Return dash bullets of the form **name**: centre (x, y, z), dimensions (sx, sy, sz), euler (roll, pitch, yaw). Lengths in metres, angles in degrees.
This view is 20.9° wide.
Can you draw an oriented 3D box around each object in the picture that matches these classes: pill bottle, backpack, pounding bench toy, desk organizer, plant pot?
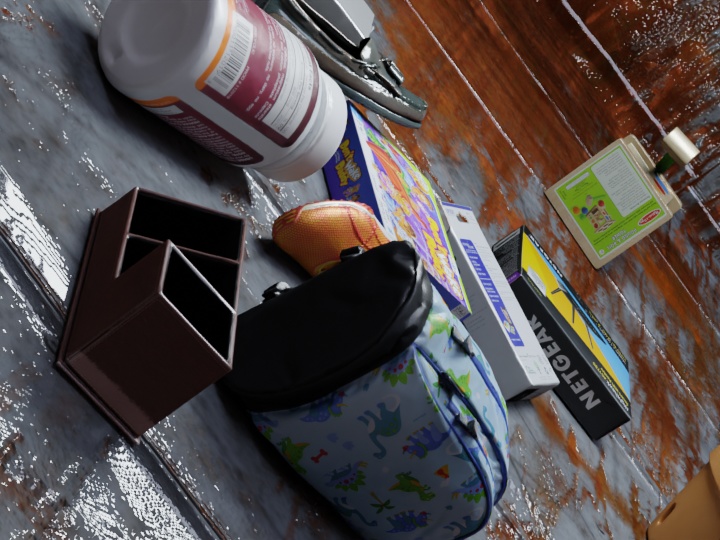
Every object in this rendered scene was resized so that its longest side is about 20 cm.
- **pill bottle**: centre (-0.100, -0.149, 1.506), dimensions (0.200, 0.114, 0.115), euler (33, 27, -53)
- **backpack**: centre (0.020, 0.099, 1.328), dimensions (0.200, 0.162, 0.155), euler (46, 26, -49)
- **pounding bench toy**: centre (0.372, -0.117, 2.616), dimensions (0.125, 0.199, 0.156), euler (55, 17, 3)
- **desk organizer**: centre (-0.123, 0.011, 1.198), dimensions (0.072, 0.077, 0.201), euler (48, 18, -22)
- **plant pot**: centre (0.388, 0.284, 1.992), dimensions (0.200, 0.140, 0.201), euler (48, 18, -21)

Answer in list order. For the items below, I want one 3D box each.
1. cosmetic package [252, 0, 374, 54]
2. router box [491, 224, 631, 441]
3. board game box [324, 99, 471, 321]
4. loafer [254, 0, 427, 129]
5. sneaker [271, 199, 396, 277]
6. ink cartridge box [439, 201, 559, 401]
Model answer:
- **cosmetic package**: centre (-0.077, -0.288, 1.896), dimensions (0.201, 0.090, 0.107), euler (54, 16, -13)
- **router box**: centre (0.212, 0.065, 2.074), dimensions (0.200, 0.051, 0.149), euler (51, 18, -14)
- **board game box**: centre (0.028, -0.048, 1.790), dimensions (0.134, 0.045, 0.201), euler (43, 20, -36)
- **loafer**: centre (-0.014, -0.202, 1.830), dimensions (0.199, 0.063, 0.072), euler (28, 12, -18)
- **sneaker**: centre (0.000, 0.000, 1.581), dimensions (0.199, 0.073, 0.078), euler (31, 39, -49)
- **ink cartridge box**: centre (0.122, 0.031, 1.897), dimensions (0.202, 0.039, 0.099), euler (65, 19, 12)
